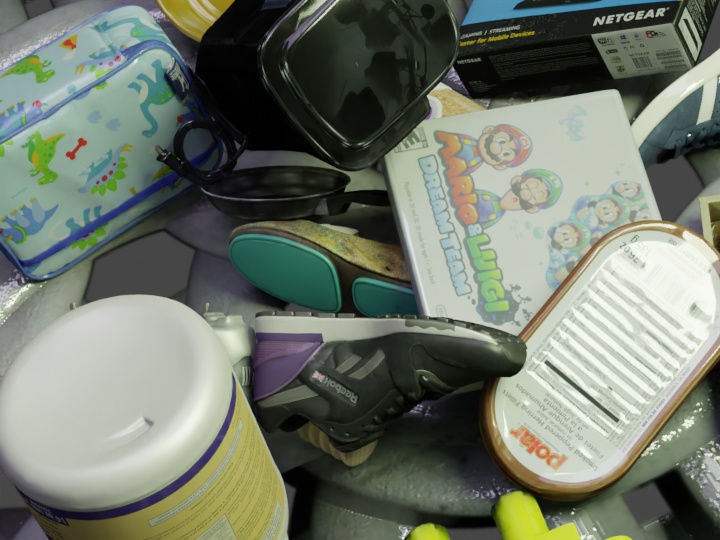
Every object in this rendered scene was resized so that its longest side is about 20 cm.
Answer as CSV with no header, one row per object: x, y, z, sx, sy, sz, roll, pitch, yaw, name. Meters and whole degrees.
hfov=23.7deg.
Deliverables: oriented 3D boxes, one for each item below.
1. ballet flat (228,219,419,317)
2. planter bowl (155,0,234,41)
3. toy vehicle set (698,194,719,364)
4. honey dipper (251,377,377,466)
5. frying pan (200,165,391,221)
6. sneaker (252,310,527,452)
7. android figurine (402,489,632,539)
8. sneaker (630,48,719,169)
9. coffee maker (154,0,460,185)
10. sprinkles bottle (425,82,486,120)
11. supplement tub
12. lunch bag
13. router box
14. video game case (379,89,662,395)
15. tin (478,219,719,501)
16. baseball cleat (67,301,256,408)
0.000,0.000,1.234,0.199,0.071,0.071,17,56,26,ballet flat
-0.081,-0.280,1.465,0.199,0.083,0.202,-3,83,23,planter bowl
0.298,0.025,1.142,0.123,0.027,0.201,-7,48,10,toy vehicle set
-0.070,0.080,1.204,0.199,0.038,0.038,26,61,38,honey dipper
-0.029,-0.058,1.284,0.188,0.031,0.115,5,17,21,frying pan
0.017,0.075,1.101,0.199,0.075,0.088,0,82,35,sneaker
0.093,0.226,1.021,0.181,0.041,0.201,-19,45,0,android figurine
0.275,-0.116,1.250,0.200,0.075,0.085,-39,81,0,sneaker
-0.037,-0.130,1.203,0.193,0.134,0.200,-65,19,1,coffee maker
0.059,-0.107,1.304,0.068,0.069,0.199,-41,50,-19,sprinkles bottle
-0.126,0.130,1.051,0.144,0.201,0.146,-8,47,9,supplement tub
-0.211,-0.095,1.315,0.199,0.161,0.083,-31,50,-8,lunch bag
0.182,-0.212,1.337,0.199,0.051,0.150,-4,46,36,router box
0.119,-0.024,1.178,0.180,0.024,0.202,-10,65,-9,video game case
0.159,0.056,1.101,0.112,0.042,0.200,38,82,13,tin
-0.151,0.076,1.206,0.199,0.069,0.108,0,89,48,baseball cleat
